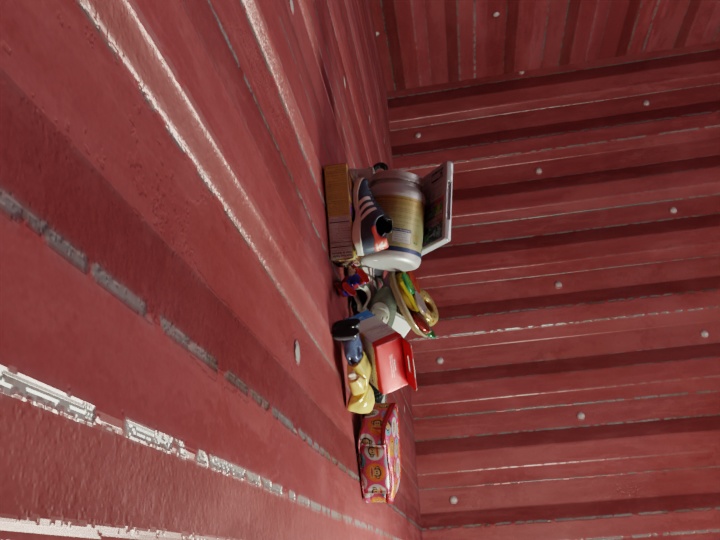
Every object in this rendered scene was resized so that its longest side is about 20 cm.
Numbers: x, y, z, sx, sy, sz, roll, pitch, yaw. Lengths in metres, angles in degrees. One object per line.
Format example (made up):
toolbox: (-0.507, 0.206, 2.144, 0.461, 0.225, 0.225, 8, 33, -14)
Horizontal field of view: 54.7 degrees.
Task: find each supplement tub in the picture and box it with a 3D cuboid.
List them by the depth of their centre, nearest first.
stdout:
supplement tub: (0.075, -0.111, 1.578, 0.144, 0.140, 0.206, 53, 43, -76)

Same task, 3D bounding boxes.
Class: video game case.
video game case: (0.154, -0.132, 1.611, 0.199, 0.022, 0.187, 152, -54, -63)

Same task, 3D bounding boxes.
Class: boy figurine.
boy figurine: (-0.011, 0.199, 1.425, 0.125, 0.063, 0.205, -84, 166, -63)

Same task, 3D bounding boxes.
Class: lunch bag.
lunch bag: (0.049, 0.410, 1.597, 0.176, 0.080, 0.206, -47, 134, -72)

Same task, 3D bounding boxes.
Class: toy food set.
toy food set: (0.129, 0.071, 1.678, 0.203, 0.048, 0.199, 60, 16, -17)

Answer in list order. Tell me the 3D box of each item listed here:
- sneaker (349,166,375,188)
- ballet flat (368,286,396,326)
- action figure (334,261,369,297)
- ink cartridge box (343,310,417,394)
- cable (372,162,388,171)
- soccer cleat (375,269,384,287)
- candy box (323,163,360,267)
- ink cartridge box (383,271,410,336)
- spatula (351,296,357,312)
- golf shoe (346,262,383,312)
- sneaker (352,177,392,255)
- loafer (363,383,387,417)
sneaker: (0.008, -0.152, 1.686, 0.074, 0.112, 0.204, -88, 171, -59)
ballet flat: (0.036, 0.137, 1.621, 0.064, 0.066, 0.205, 4, 105, -83)
action figure: (-0.021, 0.024, 1.474, 0.052, 0.066, 0.200, 43, -7, -1)
ink cartridge box: (0.041, 0.179, 1.484, 0.199, 0.066, 0.119, 32, -45, 59)
cable: (0.032, -0.189, 1.790, 0.051, 0.094, 0.204, 78, 10, -51)
soccer cleat: (0.025, 0.009, 1.736, 0.068, 0.071, 0.205, -131, -129, -73)
candy box: (-0.038, -0.116, 1.508, 0.117, 0.055, 0.206, 43, 43, -81)
ink cartridge box: (0.066, 0.121, 1.782, 0.148, 0.082, 0.201, -56, -168, 24)
spatula: (-0.007, 0.056, 1.738, 0.201, 0.020, 0.058, -73, 151, -65)
golf shoe: (0.000, 0.000, 1.642, 0.088, 0.076, 0.204, -48, 123, -53)
sneaker: (0.028, -0.117, 1.484, 0.076, 0.082, 0.204, 74, 12, -53)
loafer: (0.031, 0.297, 1.700, 0.071, 0.071, 0.206, -83, 175, -78)
